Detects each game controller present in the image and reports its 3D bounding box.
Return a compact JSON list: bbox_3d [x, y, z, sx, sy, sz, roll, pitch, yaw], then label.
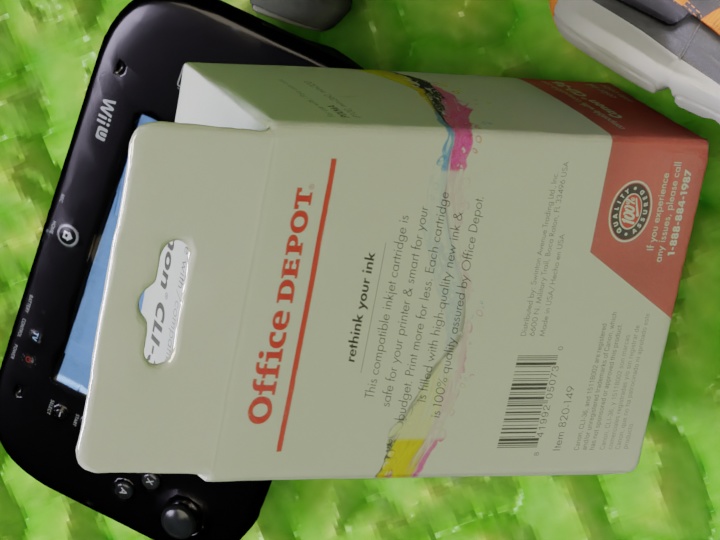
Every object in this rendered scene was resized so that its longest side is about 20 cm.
[{"bbox_3d":[-0.059,0.003,1.011,0.104,0.042,0.201,21,119,0],"label":"game controller"}]

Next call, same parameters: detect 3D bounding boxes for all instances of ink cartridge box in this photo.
[{"bbox_3d":[0.000,0.000,0.931,0.067,0.199,0.117,38,121,55],"label":"ink cartridge box"}]

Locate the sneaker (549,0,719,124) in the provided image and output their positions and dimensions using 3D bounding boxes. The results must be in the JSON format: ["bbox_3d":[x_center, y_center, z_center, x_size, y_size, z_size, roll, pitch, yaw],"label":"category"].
[{"bbox_3d":[0.161,-0.084,0.913,0.199,0.078,0.113,28,112,10],"label":"sneaker"}]

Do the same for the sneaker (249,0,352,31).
[{"bbox_3d":[-0.077,-0.158,0.987,0.199,0.075,0.080,30,102,0],"label":"sneaker"}]
